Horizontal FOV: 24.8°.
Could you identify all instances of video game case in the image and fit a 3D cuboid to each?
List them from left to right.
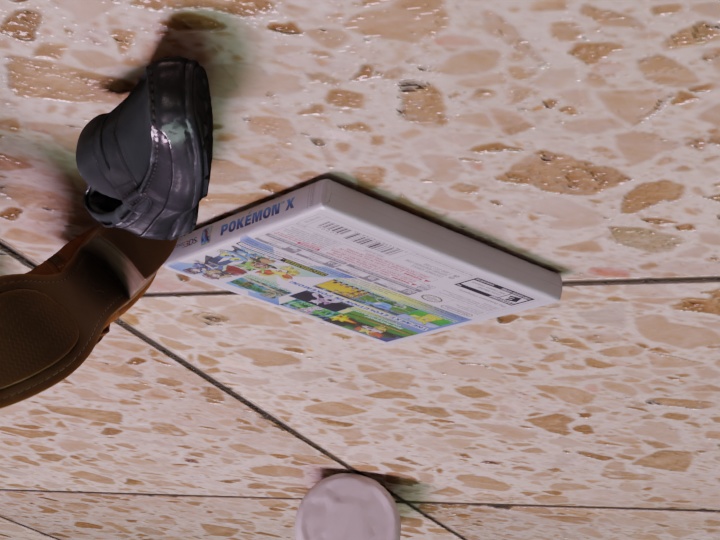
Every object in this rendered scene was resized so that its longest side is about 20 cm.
[{"bbox_3d":[0.000,0.000,1.077,0.199,0.022,0.182,20,157,-34],"label":"video game case"}]

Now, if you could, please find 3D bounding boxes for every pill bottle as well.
[{"bbox_3d":[-0.014,0.292,1.763,0.111,0.113,0.200,7,160,2],"label":"pill bottle"}]

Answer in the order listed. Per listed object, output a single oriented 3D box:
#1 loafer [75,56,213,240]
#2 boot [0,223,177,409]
[{"bbox_3d":[-0.117,-0.060,0.878,0.070,0.069,0.201,1,165,-11],"label":"loafer"},{"bbox_3d":[-0.211,0.037,1.041,0.077,0.200,0.155,46,149,-6],"label":"boot"}]
